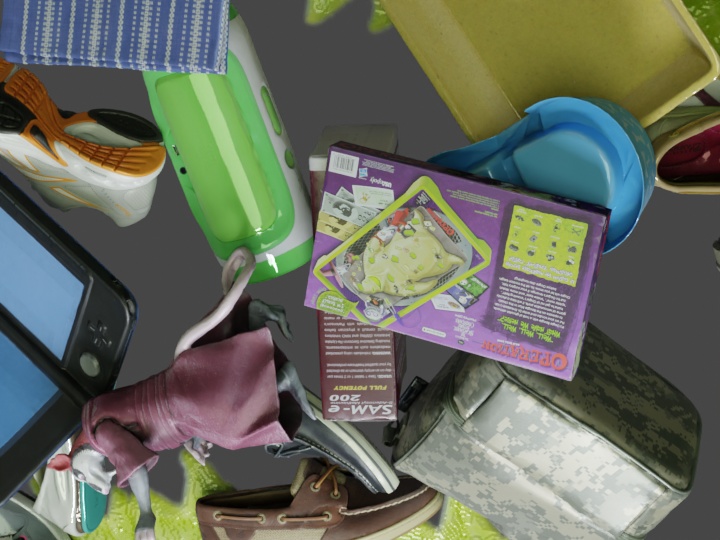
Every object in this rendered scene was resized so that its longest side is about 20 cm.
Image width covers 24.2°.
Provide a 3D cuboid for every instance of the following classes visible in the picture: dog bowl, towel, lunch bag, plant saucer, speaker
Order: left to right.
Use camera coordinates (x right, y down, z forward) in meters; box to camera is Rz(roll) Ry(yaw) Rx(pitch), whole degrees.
[{"bbox_3d":[-0.172,-0.215,1.193,0.198,0.024,0.147,8,95,27],"label":"towel"},{"bbox_3d":[-0.097,-0.095,1.244,0.088,0.089,0.202,-19,105,7],"label":"speaker"},{"bbox_3d":[0.122,-0.054,1.182,0.199,0.049,0.112,-26,92,39],"label":"dog bowl"},{"bbox_3d":[0.135,0.133,1.278,0.199,0.140,0.168,34,121,-5],"label":"lunch bag"},{"bbox_3d":[0.136,-0.175,1.187,0.199,0.048,0.201,-36,86,37],"label":"plant saucer"}]

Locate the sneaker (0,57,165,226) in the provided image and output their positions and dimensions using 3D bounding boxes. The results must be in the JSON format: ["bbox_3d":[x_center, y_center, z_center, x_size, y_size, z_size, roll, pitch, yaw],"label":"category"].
[{"bbox_3d":[-0.242,-0.088,1.259,0.198,0.076,0.092,24,140,10],"label":"sneaker"}]

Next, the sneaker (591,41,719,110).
[{"bbox_3d":[0.231,-0.110,1.235,0.199,0.075,0.091,28,100,-5],"label":"sneaker"}]

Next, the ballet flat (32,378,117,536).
[{"bbox_3d":[-0.231,0.113,1.325,0.069,0.070,0.202,8,107,-1],"label":"ballet flat"}]

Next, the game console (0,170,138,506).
[{"bbox_3d":[-0.282,0.040,1.231,0.200,0.118,0.171,40,134,15],"label":"game console"}]

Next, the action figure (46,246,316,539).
[{"bbox_3d":[-0.138,0.098,1.200,0.198,0.134,0.150,-21,109,4],"label":"action figure"}]

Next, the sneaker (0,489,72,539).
[{"bbox_3d":[-0.267,0.262,1.335,0.083,0.121,0.200,-40,101,12],"label":"sneaker"}]

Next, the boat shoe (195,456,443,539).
[{"bbox_3d":[-0.035,0.184,1.334,0.198,0.072,0.073,-13,104,9],"label":"boat shoe"}]

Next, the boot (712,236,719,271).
[{"bbox_3d":[0.357,0.047,1.280,0.180,0.073,0.202,-19,108,-3],"label":"boot"}]

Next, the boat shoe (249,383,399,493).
[{"bbox_3d":[-0.058,0.117,1.302,0.199,0.075,0.063,35,86,3],"label":"boat shoe"}]

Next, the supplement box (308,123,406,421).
[{"bbox_3d":[0.000,0.000,1.256,0.060,0.109,0.202,-1,106,6],"label":"supplement box"}]

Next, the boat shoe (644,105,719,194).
[{"bbox_3d":[0.289,-0.087,1.178,0.198,0.067,0.075,-12,112,3],"label":"boat shoe"}]

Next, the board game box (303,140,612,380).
[{"bbox_3d":[0.064,-0.008,1.154,0.198,0.032,0.121,16,105,15],"label":"board game box"}]
